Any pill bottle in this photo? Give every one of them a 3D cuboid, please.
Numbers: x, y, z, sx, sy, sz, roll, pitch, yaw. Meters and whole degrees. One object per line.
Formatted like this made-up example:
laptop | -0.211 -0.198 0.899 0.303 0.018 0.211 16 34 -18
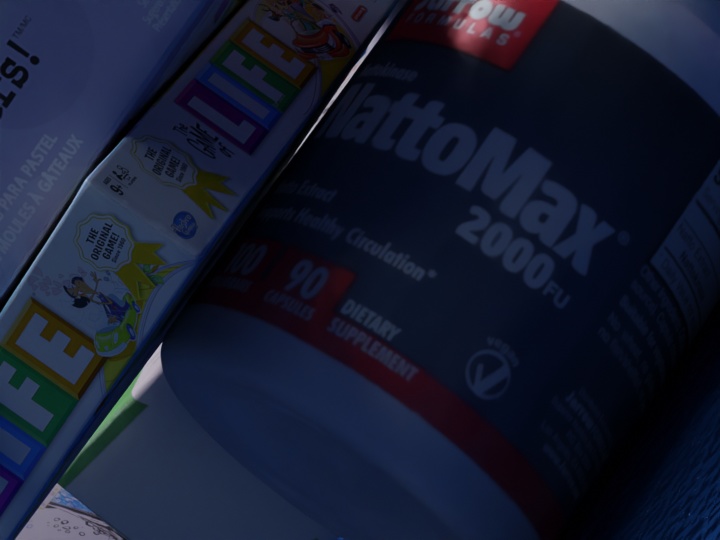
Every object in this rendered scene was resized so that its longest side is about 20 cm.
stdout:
pill bottle | 0.047 -0.021 0.787 0.200 0.120 0.120 -55 7 -16

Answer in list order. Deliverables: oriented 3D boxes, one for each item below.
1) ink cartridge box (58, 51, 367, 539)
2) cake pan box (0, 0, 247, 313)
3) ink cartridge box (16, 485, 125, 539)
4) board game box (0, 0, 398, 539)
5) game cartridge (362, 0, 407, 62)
ink cartridge box | 0.000 0.000 0.969 0.146 0.084 0.200 -44 10 52
cake pan box | -0.081 -0.047 0.784 0.200 0.052 0.184 -55 -1 2
ink cartridge box | -0.172 0.084 1.637 0.200 0.145 0.147 -48 7 29
board game box | -0.059 -0.006 0.791 0.135 0.034 0.200 -55 1 29
game cartridge | 0.085 -0.122 0.906 0.200 0.042 0.133 -29 -31 -37
